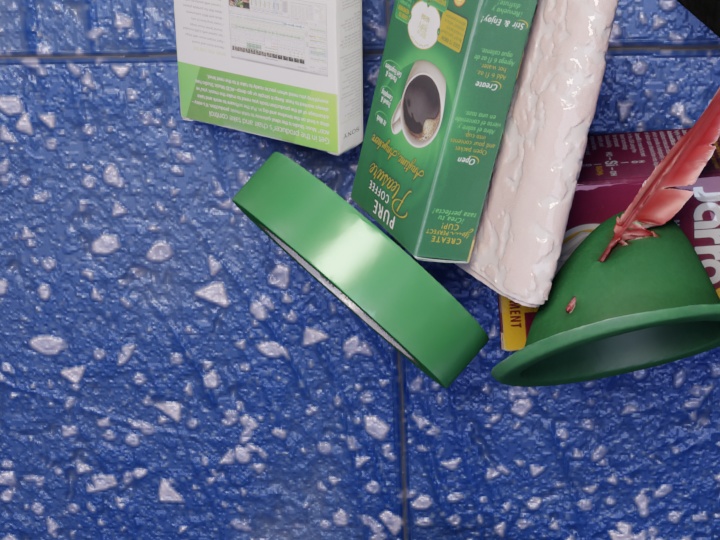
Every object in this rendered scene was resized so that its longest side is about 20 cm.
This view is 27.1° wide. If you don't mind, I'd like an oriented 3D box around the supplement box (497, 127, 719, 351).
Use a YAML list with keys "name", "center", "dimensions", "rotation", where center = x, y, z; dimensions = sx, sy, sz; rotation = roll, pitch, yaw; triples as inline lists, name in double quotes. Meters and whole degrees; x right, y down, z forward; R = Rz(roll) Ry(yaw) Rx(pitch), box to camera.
- name: "supplement box"
  center: [0.195, -0.024, 1.067]
  dimensions: [0.200, 0.103, 0.131]
  rotation: [-4, 113, 7]

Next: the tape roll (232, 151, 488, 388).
- name: "tape roll"
  center: [0.000, 0.000, 1.042]
  dimensions: [0.200, 0.200, 0.048]
  rotation: [43, 86, -14]

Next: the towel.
- name: "towel"
  center: [0.088, -0.097, 0.984]
  dimensions: [0.032, 0.191, 0.200]
  rotation: [4, 104, -28]

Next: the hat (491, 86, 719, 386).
- name: "hat"
  center: [0.167, -0.031, 0.985]
  dimensions: [0.200, 0.166, 0.176]
  rotation: [-11, 75, -3]

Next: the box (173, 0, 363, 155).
- name: "box"
  center: [-0.065, -0.189, 1.017]
  dimensions: [0.144, 0.036, 0.200]
  rotation: [16, 119, 31]

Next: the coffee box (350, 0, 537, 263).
- name: "coffee box"
  center: [0.053, -0.118, 0.972]
  dimensions: [0.044, 0.123, 0.200]
  rotation: [5, 108, -25]

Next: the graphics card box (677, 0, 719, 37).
- name: "graphics card box"
  center: [0.304, -0.182, 0.939]
  dimensions: [0.200, 0.126, 0.051]
  rotation: [-3, 123, -16]
